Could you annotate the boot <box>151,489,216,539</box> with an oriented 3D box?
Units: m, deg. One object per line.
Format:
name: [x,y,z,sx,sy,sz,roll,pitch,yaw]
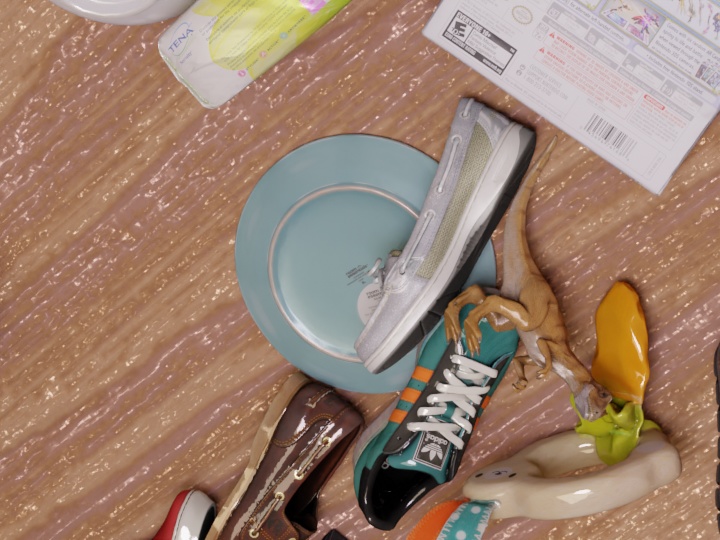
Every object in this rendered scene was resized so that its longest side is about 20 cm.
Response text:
boot: [-0.199,0.236,1.689,0.144,0.072,0.201,26,117,7]

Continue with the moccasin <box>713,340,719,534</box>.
moccasin: [0.293,0.140,1.517,0.077,0.074,0.203,2,100,24]

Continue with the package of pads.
package of pads: [-0.033,-0.201,1.438,0.200,0.155,0.068,-39,96,24]

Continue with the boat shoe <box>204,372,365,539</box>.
boat shoe: [-0.063,0.178,1.619,0.070,0.070,0.201,31,110,14]

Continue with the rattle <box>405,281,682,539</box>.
rattle: [0.116,0.113,1.503,0.199,0.130,0.144,-13,119,-3]

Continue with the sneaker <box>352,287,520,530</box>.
sneaker: [0.058,0.106,1.553,0.071,0.080,0.200,22,119,-16]

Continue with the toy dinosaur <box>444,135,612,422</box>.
toy dinosaur: [0.112,0.019,1.497,0.106,0.060,0.201,-13,76,-18]

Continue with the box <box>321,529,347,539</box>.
box: [-0.037,0.330,1.644,0.148,0.124,0.200,40,114,-1]

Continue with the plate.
plate: [0.000,0.000,1.572,0.199,0.026,0.201,5,109,14]

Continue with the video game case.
video game case: [0.172,-0.181,1.447,0.200,0.045,0.182,35,115,2]

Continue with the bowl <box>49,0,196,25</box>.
bowl: [-0.168,-0.236,1.458,0.200,0.091,0.202,6,135,6]

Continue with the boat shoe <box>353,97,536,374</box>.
boat shoe: [0.049,-0.022,1.503,0.065,0.074,0.203,31,92,11]
